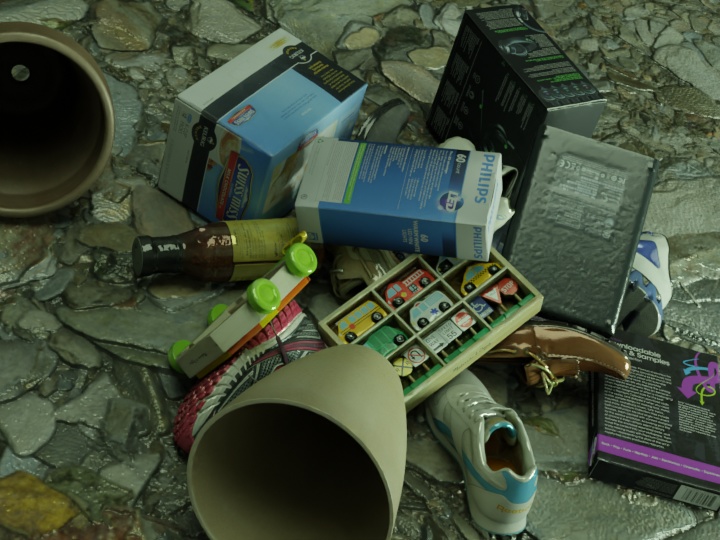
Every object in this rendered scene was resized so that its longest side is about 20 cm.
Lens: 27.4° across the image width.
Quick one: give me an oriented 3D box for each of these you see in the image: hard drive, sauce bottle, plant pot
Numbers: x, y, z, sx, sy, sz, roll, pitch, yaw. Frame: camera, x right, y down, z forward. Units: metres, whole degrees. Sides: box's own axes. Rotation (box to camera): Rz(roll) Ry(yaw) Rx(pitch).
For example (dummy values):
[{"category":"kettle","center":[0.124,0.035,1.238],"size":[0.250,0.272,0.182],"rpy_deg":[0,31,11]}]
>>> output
[{"category":"hard drive","center":[0.231,-0.042,1.594],"size":[0.138,0.033,0.202],"rpy_deg":[17,78,2]},{"category":"sauce bottle","center":[-0.137,-0.021,1.537],"size":[0.198,0.066,0.066],"rpy_deg":[-1,45,-25]},{"category":"plant pot","center":[-0.033,0.152,1.329],"size":[0.186,0.189,0.200],"rpy_deg":[25,28,6]},{"category":"plant pot","center":[-0.360,-0.179,1.554],"size":[0.198,0.202,0.175],"rpy_deg":[6,24,-15]}]

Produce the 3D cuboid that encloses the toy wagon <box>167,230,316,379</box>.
[{"category":"toy wagon","center":[-0.101,0.028,1.436],"size":[0.040,0.155,0.200],"rpy_deg":[50,43,-5]}]

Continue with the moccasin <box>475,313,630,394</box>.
[{"category":"moccasin","center":[0.178,0.089,1.521],"size":[0.199,0.074,0.079],"rpy_deg":[12,78,-5]}]

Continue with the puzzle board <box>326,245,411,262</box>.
[{"category":"puzzle board","center":[0.065,-0.038,1.670],"size":[0.150,0.017,0.200],"rpy_deg":[36,45,18]}]

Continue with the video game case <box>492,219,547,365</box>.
[{"category":"video game case","center":[0.171,0.016,1.638],"size":[0.142,0.019,0.201],"rpy_deg":[29,41,-1]}]

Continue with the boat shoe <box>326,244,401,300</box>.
[{"category":"boat shoe","center":[0.000,0.000,1.562],"size":[0.065,0.072,0.200],"rpy_deg":[-32,69,-20]}]

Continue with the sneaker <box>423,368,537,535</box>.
[{"category":"sneaker","center":[0.121,0.156,1.435],"size":[0.076,0.081,0.201],"rpy_deg":[-3,42,-22]}]

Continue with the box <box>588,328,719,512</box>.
[{"category":"box","center":[0.309,0.150,1.549],"size":[0.142,0.036,0.201],"rpy_deg":[16,43,-4]}]

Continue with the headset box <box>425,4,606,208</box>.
[{"category":"headset box","center":[0.183,-0.183,1.749],"size":[0.092,0.175,0.201],"rpy_deg":[-12,49,-30]}]

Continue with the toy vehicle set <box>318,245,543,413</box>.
[{"category":"toy vehicle set","center":[0.071,0.046,1.485],"size":[0.199,0.027,0.124],"rpy_deg":[-35,64,-22]}]

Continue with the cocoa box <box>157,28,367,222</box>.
[{"category":"cocoa box","center":[-0.106,-0.150,1.635],"size":[0.131,0.134,0.200],"rpy_deg":[33,43,14]}]

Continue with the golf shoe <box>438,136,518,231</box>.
[{"category":"golf shoe","center":[0.136,-0.094,1.652],"size":[0.078,0.097,0.201],"rpy_deg":[53,23,-30]}]

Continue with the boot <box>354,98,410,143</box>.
[{"category":"boot","center":[0.039,-0.104,1.680],"size":[0.131,0.070,0.200],"rpy_deg":[34,50,6]}]

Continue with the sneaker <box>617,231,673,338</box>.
[{"category":"sneaker","center":[0.282,-0.020,1.674],"size":[0.200,0.081,0.115],"rpy_deg":[49,40,8]}]

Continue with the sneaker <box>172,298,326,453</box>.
[{"category":"sneaker","center":[-0.101,0.107,1.410],"size":[0.075,0.080,0.200],"rpy_deg":[50,51,-5]}]

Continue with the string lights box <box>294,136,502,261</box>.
[{"category":"string lights box","center":[0.041,-0.075,1.522],"size":[0.198,0.059,0.103],"rpy_deg":[7,51,11]}]
